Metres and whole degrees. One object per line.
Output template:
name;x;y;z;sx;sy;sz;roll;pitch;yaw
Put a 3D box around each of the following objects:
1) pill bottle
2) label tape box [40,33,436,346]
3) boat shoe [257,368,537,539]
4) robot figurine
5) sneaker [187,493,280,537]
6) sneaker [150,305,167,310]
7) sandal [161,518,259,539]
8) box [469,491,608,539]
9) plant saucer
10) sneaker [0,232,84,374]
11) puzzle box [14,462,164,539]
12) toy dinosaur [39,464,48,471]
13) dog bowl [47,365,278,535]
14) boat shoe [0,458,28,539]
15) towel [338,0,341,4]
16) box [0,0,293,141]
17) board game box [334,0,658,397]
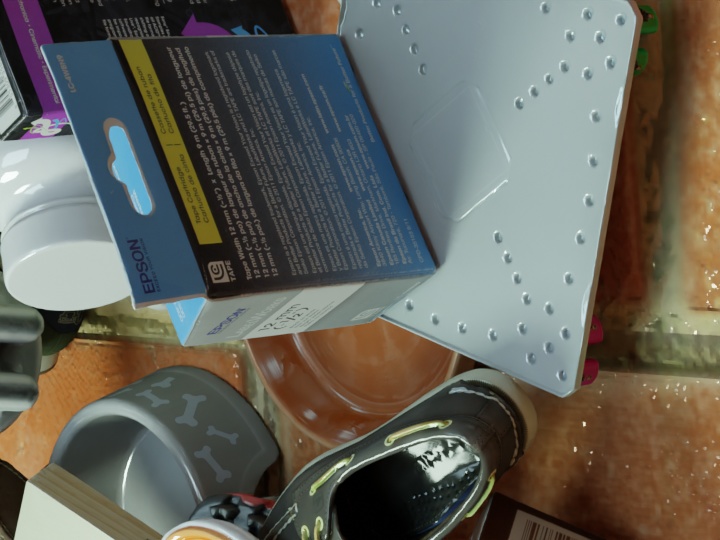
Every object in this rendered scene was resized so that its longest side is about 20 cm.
pill bottle;-0.167;-0.084;1.648;0.111;0.111;0.200;-41;50;45
label tape box;-0.073;-0.041;1.473;0.066;0.200;0.143;-37;68;43
boat shoe;0.004;0.122;1.507;0.072;0.061;0.201;47;122;-2
robot figurine;-0.272;0.049;1.799;0.200;0.113;0.170;4;85;51
sneaker;0.004;0.174;1.613;0.200;0.098;0.071;24;103;20
sneaker;-0.156;-0.042;1.757;0.118;0.074;0.201;-42;55;38
sandal;-0.056;0.223;1.511;0.079;0.059;0.207;-37;74;38
box;0.071;0.222;1.506;0.100;0.075;0.200;22;123;1
plant saucer;0.000;0.000;1.615;0.200;0.032;0.201;10;104;48
sneaker;-0.227;-0.039;1.849;0.200;0.067;0.090;60;139;14
puzzle box;-0.111;0.209;1.620;0.200;0.025;0.133;32;129;19
toy dinosaur;-0.233;0.193;1.806;0.060;0.200;0.106;11;126;13
dog bowl;-0.118;0.160;1.763;0.200;0.059;0.200;12;106;49
boat shoe;-0.164;0.175;1.726;0.202;0.075;0.075;48;125;20
towel;0.043;-0.157;1.544;0.200;0.024;0.147;56;134;27
box;-0.130;-0.146;1.613;0.036;0.200;0.143;-39;66;46
board game box;0.058;-0.060;1.497;0.200;0.026;0.200;23;111;42
